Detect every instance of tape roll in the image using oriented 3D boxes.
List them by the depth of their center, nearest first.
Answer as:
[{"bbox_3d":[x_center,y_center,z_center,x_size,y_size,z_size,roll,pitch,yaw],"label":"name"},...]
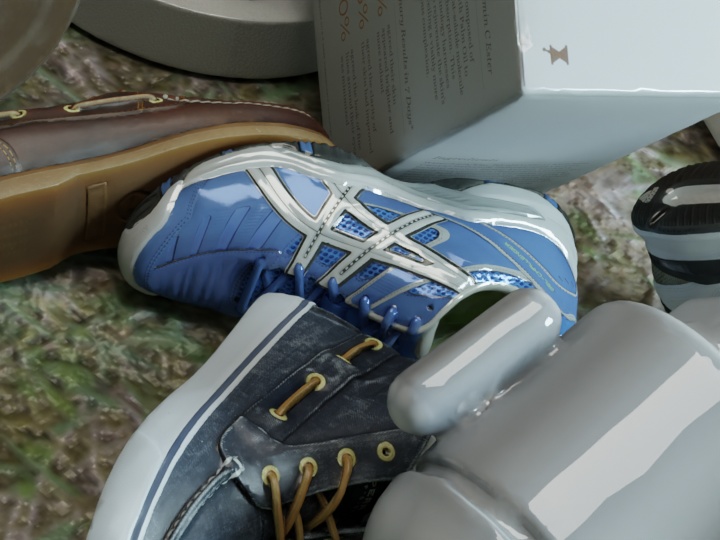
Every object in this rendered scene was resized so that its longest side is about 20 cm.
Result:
[{"bbox_3d":[-0.075,-0.170,1.209,0.202,0.037,0.203,12,39,-10],"label":"tape roll"}]

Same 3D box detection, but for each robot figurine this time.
[{"bbox_3d":[0.081,0.091,0.884,0.200,0.113,0.170,-38,97,-18],"label":"robot figurine"}]

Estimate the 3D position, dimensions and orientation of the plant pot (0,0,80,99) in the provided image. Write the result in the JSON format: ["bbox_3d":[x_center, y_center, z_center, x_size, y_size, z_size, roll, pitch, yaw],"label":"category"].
[{"bbox_3d":[-0.206,-0.150,0.995,0.200,0.201,0.175,-20,50,-38],"label":"plant pot"}]

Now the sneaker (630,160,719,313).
[{"bbox_3d":[0.219,0.013,1.036,0.200,0.116,0.076,1,33,34],"label":"sneaker"}]

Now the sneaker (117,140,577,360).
[{"bbox_3d":[0.000,0.000,1.012,0.199,0.076,0.077,3,43,-13],"label":"sneaker"}]

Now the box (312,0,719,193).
[{"bbox_3d":[0.064,-0.122,1.046,0.106,0.200,0.153,-1,80,-24],"label":"box"}]

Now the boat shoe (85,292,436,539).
[{"bbox_3d":[-0.030,0.079,0.902,0.090,0.071,0.200,19,37,13],"label":"boat shoe"}]

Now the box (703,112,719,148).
[{"bbox_3d":[0.254,-0.175,1.222,0.170,0.201,0.199,-2,45,-22],"label":"box"}]

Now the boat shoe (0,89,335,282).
[{"bbox_3d":[-0.104,-0.046,1.027,0.199,0.071,0.070,-8,47,-30],"label":"boat shoe"}]
